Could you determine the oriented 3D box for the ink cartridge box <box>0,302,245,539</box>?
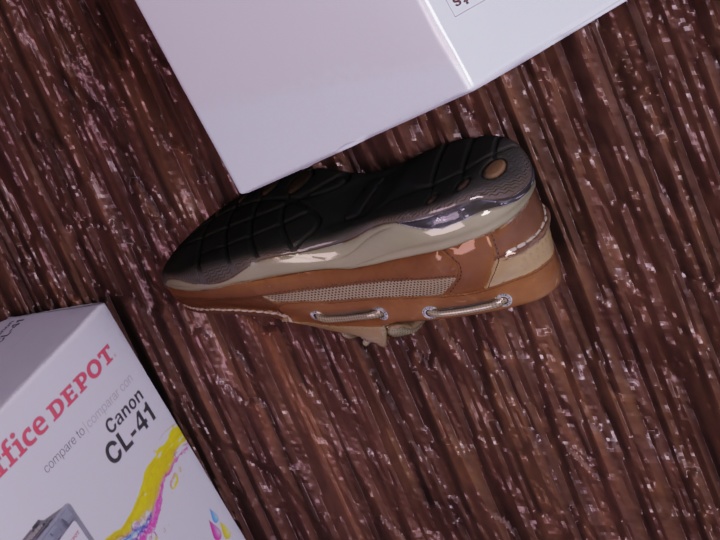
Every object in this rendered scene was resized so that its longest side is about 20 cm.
[{"bbox_3d":[-0.142,0.139,1.407,0.086,0.148,0.200,-9,118,41],"label":"ink cartridge box"}]

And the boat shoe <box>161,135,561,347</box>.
[{"bbox_3d":[0.000,0.000,1.242,0.200,0.076,0.074,-9,121,42],"label":"boat shoe"}]

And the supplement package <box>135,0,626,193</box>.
[{"bbox_3d":[0.000,-0.160,1.015,0.152,0.151,0.200,-21,99,55],"label":"supplement package"}]
